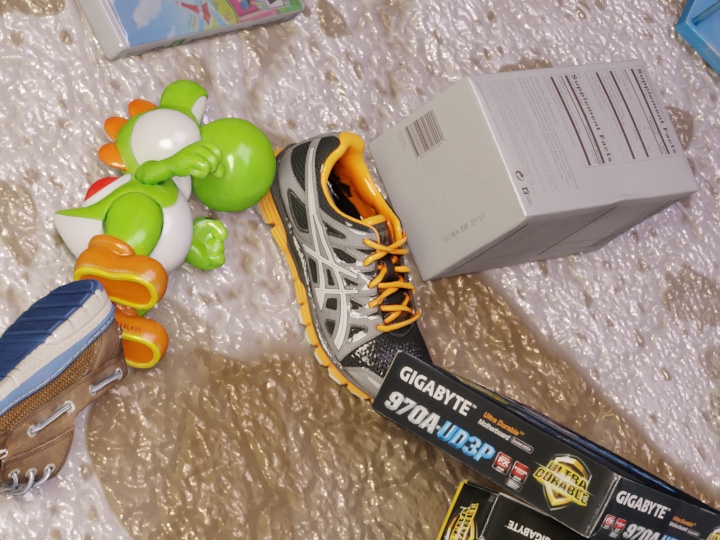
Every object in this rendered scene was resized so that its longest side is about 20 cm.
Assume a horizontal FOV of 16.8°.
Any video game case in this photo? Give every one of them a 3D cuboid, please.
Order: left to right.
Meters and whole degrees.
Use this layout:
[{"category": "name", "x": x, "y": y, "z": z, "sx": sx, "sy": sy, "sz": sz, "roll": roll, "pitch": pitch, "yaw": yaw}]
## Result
[{"category": "video game case", "x": -0.145, "y": -0.248, "z": 1.664, "sx": 0.182, "sy": 0.022, "sz": 0.200, "roll": -19, "pitch": 79, "yaw": -46}]

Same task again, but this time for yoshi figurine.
[{"category": "yoshi figurine", "x": -0.108, "y": -0.038, "z": 1.518, "sx": 0.112, "sy": 0.112, "sz": 0.200, "roll": 46, "pitch": 40, "yaw": -30}]

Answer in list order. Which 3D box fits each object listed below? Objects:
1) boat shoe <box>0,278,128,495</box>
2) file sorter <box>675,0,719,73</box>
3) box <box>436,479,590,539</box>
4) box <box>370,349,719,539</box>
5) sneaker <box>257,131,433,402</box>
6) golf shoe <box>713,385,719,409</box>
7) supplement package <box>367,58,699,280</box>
[{"category": "boat shoe", "x": -0.197, "y": 0.087, "z": 1.377, "sx": 0.200, "sy": 0.072, "sz": 0.072, "roll": -43, "pitch": 116, "yaw": -35}, {"category": "file sorter", "x": 0.379, "y": -0.239, "z": 2.051, "sx": 0.139, "sy": 0.123, "sz": 0.200, "roll": 44, "pitch": 44, "yaw": -14}, {"category": "box", "x": 0.120, "y": 0.241, "z": 1.537, "sx": 0.200, "sy": 0.049, "sz": 0.160, "roll": 26, "pitch": 85, "yaw": -29}, {"category": "box", "x": 0.125, "y": 0.125, "z": 1.550, "sx": 0.159, "sy": 0.200, "sz": 0.046, "roll": 25, "pitch": 93, "yaw": -48}, {"category": "sneaker", "x": 0.000, "y": 0.000, "z": 1.607, "sx": 0.078, "sy": 0.077, "sz": 0.200, "roll": -23, "pitch": 84, "yaw": -49}, {"category": "golf shoe", "x": 0.367, "y": 0.102, "z": 1.864, "sx": 0.200, "sy": 0.097, "sz": 0.078, "roll": -1, "pitch": 65, "yaw": -44}, {"category": "supplement package", "x": 0.125, "y": -0.074, "z": 1.737, "sx": 0.200, "sy": 0.114, "sz": 0.110, "roll": -10, "pitch": 73, "yaw": -46}]
